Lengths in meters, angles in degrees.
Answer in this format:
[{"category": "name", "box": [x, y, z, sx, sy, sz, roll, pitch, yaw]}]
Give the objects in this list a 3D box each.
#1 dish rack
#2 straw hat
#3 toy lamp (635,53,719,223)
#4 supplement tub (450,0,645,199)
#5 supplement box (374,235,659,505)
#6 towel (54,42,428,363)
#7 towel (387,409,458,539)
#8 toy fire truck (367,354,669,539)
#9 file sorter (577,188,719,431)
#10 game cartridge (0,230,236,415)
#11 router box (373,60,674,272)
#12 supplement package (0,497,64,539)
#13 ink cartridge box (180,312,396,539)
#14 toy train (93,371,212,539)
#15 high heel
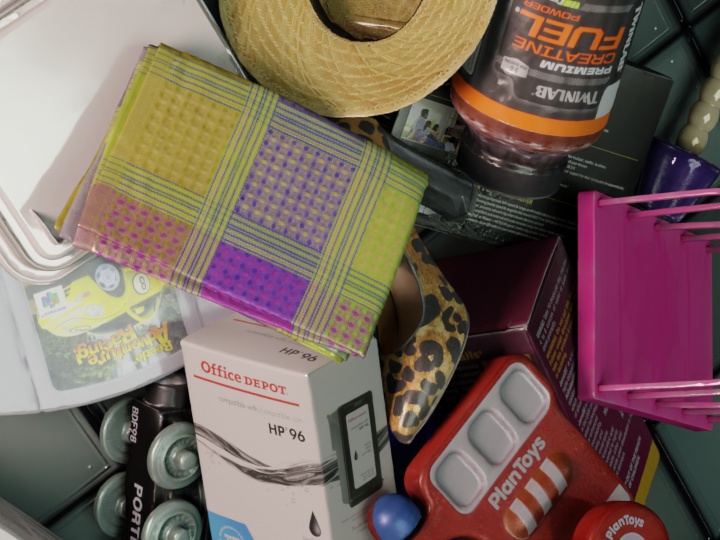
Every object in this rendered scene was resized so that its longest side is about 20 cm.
[{"category": "dish rack", "box": [-0.165, -0.105, 1.537, 0.200, 0.044, 0.172, -37, 107, -17]}, {"category": "straw hat", "box": [0.010, -0.189, 1.590, 0.201, 0.201, 0.085, -61, 162, 3]}, {"category": "toy lamp", "box": [0.253, -0.129, 1.760, 0.058, 0.058, 0.200, 25, 95, -31]}, {"category": "supplement tub", "box": [0.119, -0.148, 1.583, 0.107, 0.107, 0.200, -1, 121, -27]}, {"category": "supplement box", "box": [0.103, 0.093, 1.699, 0.200, 0.131, 0.103, 64, 32, -29]}, {"category": "towel", "box": [-0.068, -0.042, 1.506, 0.200, 0.023, 0.144, 23, 68, -6]}, {"category": "towel", "box": [0.018, 0.155, 1.681, 0.050, 0.148, 0.200, -38, 122, -27]}, {"category": "toy fire truck", "box": [0.085, 0.175, 1.582, 0.168, 0.112, 0.200, 48, 67, -17]}, {"category": "file sorter", "box": [0.245, 0.028, 1.699, 0.200, 0.125, 0.139, 18, 71, -58]}, {"category": "game cartridge", "box": [-0.169, 0.013, 1.589, 0.200, 0.041, 0.133, -20, 107, -20]}, {"category": "router box", "box": [0.100, -0.091, 1.694, 0.200, 0.051, 0.150, 16, 99, -29]}, {"category": "supplement package", "box": [-0.272, 0.241, 1.583, 0.156, 0.111, 0.200, 39, 88, -31]}, {"category": "ink cartridge box", "box": [-0.045, 0.095, 1.570, 0.068, 0.116, 0.201, -27, 118, -42]}, {"category": "toy train", "box": [-0.113, 0.160, 1.660, 0.114, 0.085, 0.201, -6, 107, -39]}, {"category": "high heel", "box": [0.000, 0.000, 1.574, 0.142, 0.071, 0.200, 26, 58, -30]}]
